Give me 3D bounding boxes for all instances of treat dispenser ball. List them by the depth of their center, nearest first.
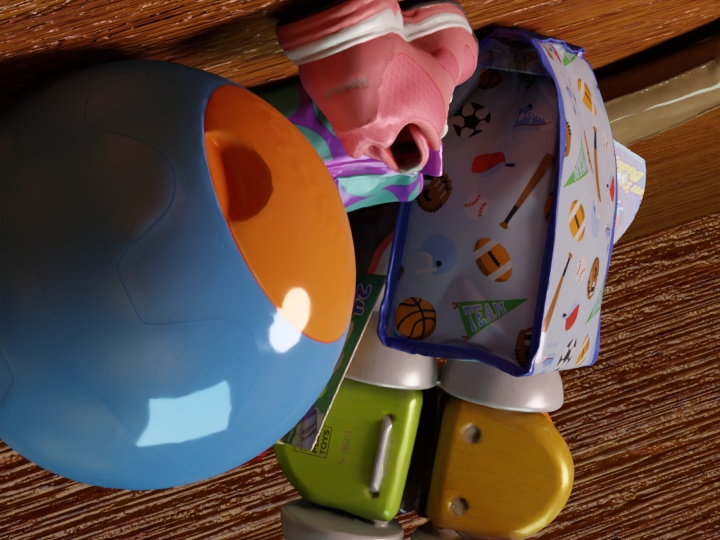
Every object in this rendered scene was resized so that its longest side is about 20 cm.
[{"bbox_3d":[-0.102,0.002,1.187,0.201,0.201,0.201,-18,175,-2],"label":"treat dispenser ball"}]

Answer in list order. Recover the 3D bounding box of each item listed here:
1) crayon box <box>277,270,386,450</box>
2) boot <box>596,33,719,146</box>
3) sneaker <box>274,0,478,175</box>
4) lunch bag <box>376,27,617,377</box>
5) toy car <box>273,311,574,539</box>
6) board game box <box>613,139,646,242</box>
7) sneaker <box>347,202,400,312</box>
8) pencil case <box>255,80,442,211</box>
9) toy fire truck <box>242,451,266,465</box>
[{"bbox_3d":[-0.078,0.040,1.675,0.052,0.126,0.200,31,168,-32],"label":"crayon box"},{"bbox_3d":[0.260,-0.140,1.840,0.200,0.066,0.175,-23,162,35],"label":"boot"},{"bbox_3d":[0.014,-0.089,1.291,0.074,0.087,0.200,-19,176,19],"label":"sneaker"},{"bbox_3d":[0.090,-0.045,1.540,0.124,0.200,0.170,12,-175,16],"label":"lunch bag"},{"bbox_3d":[0.041,0.116,1.702,0.200,0.175,0.150,10,-169,-2],"label":"toy car"},{"bbox_3d":[0.098,-0.042,1.714,0.200,0.039,0.158,30,125,-32],"label":"board game box"},{"bbox_3d":[0.000,0.000,1.710,0.077,0.082,0.200,18,136,-42],"label":"sneaker"},{"bbox_3d":[-0.062,-0.054,1.403,0.200,0.085,0.092,-17,-156,-25],"label":"pencil case"},{"bbox_3d":[-0.161,0.098,1.882,0.168,0.112,0.200,-10,174,-4],"label":"toy fire truck"}]
